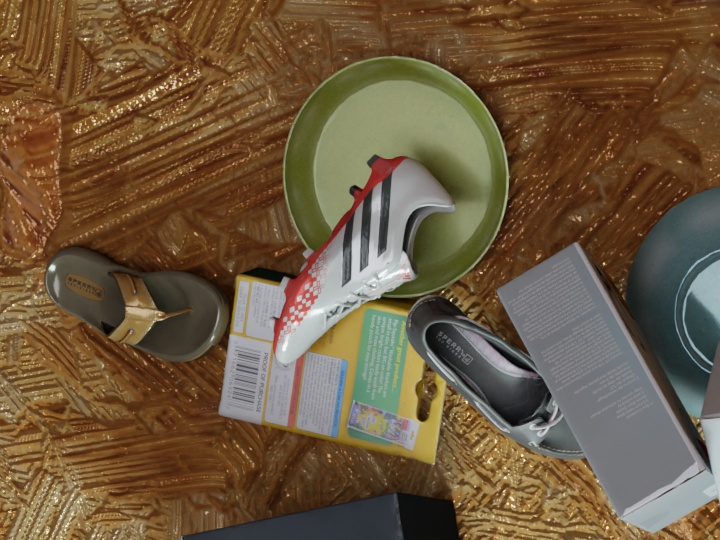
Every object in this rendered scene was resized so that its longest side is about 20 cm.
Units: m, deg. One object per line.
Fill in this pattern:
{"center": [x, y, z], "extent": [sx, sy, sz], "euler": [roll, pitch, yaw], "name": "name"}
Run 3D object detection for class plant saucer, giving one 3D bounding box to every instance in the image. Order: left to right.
{"center": [0.032, -0.079, 1.739], "extent": [0.198, 0.031, 0.202], "euler": [3, 99, 19], "name": "plant saucer"}
{"center": [0.306, 0.033, 1.656], "extent": [0.199, 0.039, 0.203], "euler": [3, 100, 19], "name": "plant saucer"}

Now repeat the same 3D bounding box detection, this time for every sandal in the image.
{"center": [-0.204, 0.029, 1.810], "extent": [0.199, 0.054, 0.081], "euler": [17, 102, 27], "name": "sandal"}

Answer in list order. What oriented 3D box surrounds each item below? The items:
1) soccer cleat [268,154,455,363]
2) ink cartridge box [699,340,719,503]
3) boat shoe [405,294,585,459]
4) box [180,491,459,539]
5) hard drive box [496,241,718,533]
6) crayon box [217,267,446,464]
{"center": [0.000, 0.000, 1.697], "extent": [0.085, 0.069, 0.201], "euler": [35, 92, 17], "name": "soccer cleat"}
{"center": [0.325, 0.163, 1.589], "extent": [0.082, 0.146, 0.202], "euler": [-10, 109, 20], "name": "ink cartridge box"}
{"center": [0.118, 0.095, 1.689], "extent": [0.199, 0.057, 0.067], "euler": [37, 97, -11], "name": "boat shoe"}
{"center": [-0.030, 0.243, 1.744], "extent": [0.198, 0.141, 0.080], "euler": [-14, 79, 20], "name": "box"}
{"center": [0.197, 0.094, 1.607], "extent": [0.076, 0.156, 0.201], "euler": [-30, 73, 9], "name": "hard drive box"}
{"center": [-0.015, 0.080, 1.768], "extent": [0.198, 0.052, 0.127], "euler": [12, 101, 18], "name": "crayon box"}
